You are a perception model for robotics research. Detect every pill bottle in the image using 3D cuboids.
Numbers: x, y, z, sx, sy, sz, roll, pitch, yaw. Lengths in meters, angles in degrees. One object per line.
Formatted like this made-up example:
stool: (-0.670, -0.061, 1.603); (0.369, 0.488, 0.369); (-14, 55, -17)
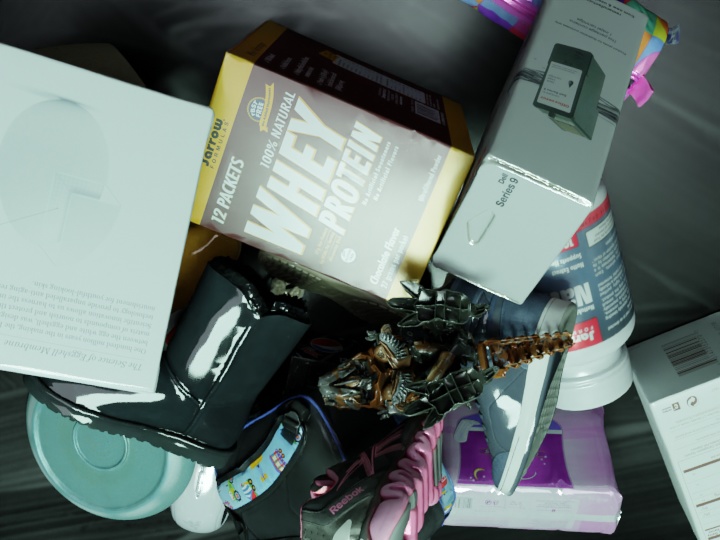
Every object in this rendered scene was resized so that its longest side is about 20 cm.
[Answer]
pill bottle: (0.190, 0.021, 0.843); (0.118, 0.120, 0.203); (-17, 109, 8)

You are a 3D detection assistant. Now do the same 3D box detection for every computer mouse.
computer mouse: (-0.164, 0.206, 0.966); (0.108, 0.044, 0.203); (9, 111, -3)

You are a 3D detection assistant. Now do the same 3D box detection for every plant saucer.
plant saucer: (-0.267, 0.175, 0.945); (0.196, 0.027, 0.204); (4, 106, 13)

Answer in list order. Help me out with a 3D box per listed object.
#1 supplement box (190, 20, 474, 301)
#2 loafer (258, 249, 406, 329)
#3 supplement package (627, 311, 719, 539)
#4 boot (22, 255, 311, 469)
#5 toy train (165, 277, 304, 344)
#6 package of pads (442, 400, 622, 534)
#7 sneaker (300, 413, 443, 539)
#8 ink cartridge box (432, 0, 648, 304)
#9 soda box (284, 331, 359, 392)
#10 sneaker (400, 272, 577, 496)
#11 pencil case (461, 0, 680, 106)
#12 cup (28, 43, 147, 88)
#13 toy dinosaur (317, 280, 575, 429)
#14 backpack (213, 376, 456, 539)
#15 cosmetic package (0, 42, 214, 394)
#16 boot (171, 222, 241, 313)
supplement box: (-0.025, -0.098, 0.764); (0.197, 0.198, 0.134); (22, 111, -5)
loafer: (0.000, 0.000, 0.856); (0.198, 0.075, 0.069); (26, 71, -28)
supplement package: (0.355, 0.166, 0.893); (0.116, 0.117, 0.202); (-22, 109, 10)
boot: (-0.157, 0.059, 0.759); (0.198, 0.077, 0.170); (25, 102, -20)
toy train: (-0.116, 0.046, 0.857); (0.200, 0.116, 0.085); (-43, 88, 13)
package of pads: (0.155, 0.194, 0.905); (0.196, 0.122, 0.077); (2, 129, 0)
sneaker: (0.011, 0.161, 0.702); (0.094, 0.200, 0.081); (1, 104, 18)
ink cartridge box: (0.137, -0.098, 0.700); (0.083, 0.202, 0.147); (24, 149, 2)
soda box: (-0.051, 0.169, 0.937); (0.069, 0.063, 0.203); (10, 110, -2)
sneaker: (0.104, 0.095, 0.815); (0.144, 0.077, 0.206); (19, 120, 23)
pencil case: (0.169, -0.223, 0.769); (0.198, 0.089, 0.089); (31, 109, -6)
cup: (-0.246, -0.114, 0.788); (0.143, 0.200, 0.202); (-38, 107, -10)
toy dinosaur: (0.063, 0.068, 0.718); (0.198, 0.136, 0.103); (-31, 74, -3)
backpack: (-0.036, 0.197, 0.836); (0.199, 0.134, 0.185); (-33, 86, 43)
cosmetic package: (-0.228, -0.035, 0.632); (0.196, 0.122, 0.204); (14, 84, -25)
boot: (-0.207, 0.029, 0.845); (0.199, 0.144, 0.071); (-30, 101, 13)
